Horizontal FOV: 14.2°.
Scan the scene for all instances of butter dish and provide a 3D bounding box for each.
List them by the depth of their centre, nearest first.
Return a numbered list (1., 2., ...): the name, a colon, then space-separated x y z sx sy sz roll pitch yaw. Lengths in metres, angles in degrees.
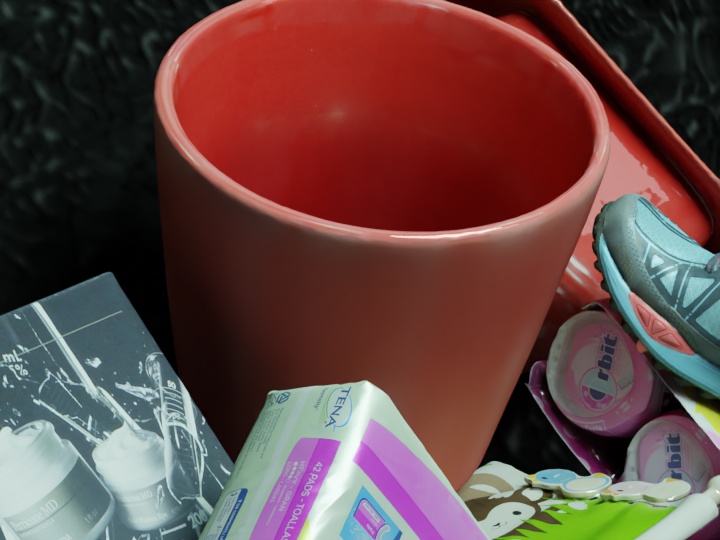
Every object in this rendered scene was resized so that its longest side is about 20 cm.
1. butter dish: 0.061 -0.021 1.419 0.200 0.200 0.148 47 60 -6

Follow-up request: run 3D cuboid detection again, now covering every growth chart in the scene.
1. growth chart: 0.053 0.116 1.268 0.145 0.199 0.018 -35 117 -48

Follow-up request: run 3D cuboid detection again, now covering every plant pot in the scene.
1. plant pot: 0.000 0.000 1.273 0.199 0.178 0.201 6 35 -4

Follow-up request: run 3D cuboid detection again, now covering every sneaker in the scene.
1. sneaker: 0.196 0.021 1.286 0.200 0.096 0.079 39 29 5

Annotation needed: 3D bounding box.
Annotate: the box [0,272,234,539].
1. box: -0.138 0.123 1.126 0.183 0.104 0.200 56 37 7

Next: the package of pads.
1. package of pads: 0.006 0.166 1.117 0.200 0.068 0.155 53 45 -32

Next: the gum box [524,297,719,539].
1. gum box: 0.177 0.092 1.331 0.113 0.066 0.200 -5 50 -48

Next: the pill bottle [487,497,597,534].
1. pill bottle: 0.095 0.162 1.333 0.200 0.112 0.112 -14 70 -51
